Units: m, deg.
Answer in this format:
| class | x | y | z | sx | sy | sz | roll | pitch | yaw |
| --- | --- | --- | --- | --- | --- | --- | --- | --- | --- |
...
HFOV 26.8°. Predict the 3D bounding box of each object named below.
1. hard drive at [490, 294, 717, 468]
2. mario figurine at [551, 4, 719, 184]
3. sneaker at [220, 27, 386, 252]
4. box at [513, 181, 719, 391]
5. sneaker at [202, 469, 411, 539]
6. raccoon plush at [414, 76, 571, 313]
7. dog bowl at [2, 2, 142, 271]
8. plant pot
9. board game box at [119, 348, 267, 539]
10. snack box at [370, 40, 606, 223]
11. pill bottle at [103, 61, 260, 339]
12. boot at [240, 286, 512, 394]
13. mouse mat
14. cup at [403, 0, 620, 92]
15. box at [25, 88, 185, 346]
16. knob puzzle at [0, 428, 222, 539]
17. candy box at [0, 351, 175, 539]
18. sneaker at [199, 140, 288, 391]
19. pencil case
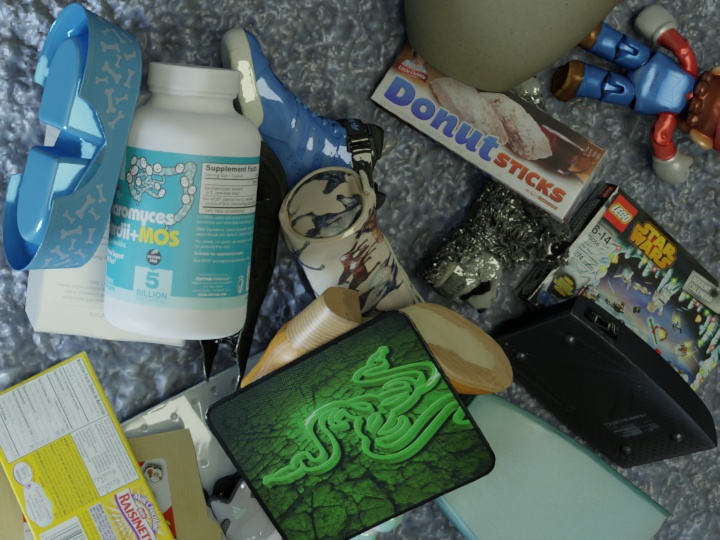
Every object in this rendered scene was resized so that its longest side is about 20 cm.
| class | x | y | z | sx | sy | sz | roll | pitch | yaw |
| --- | --- | --- | --- | --- | --- | --- | --- | --- | --- |
| hard drive | 0.223 | 0.102 | 1.384 | 0.200 | 0.135 | 0.042 | 41 | 54 | -19 |
| mario figurine | 0.275 | -0.162 | 1.393 | 0.199 | 0.106 | 0.124 | 22 | 129 | -9 |
| sneaker | -0.042 | -0.123 | 1.283 | 0.111 | 0.077 | 0.201 | -21 | 109 | -7 |
| box | 0.260 | 0.032 | 1.426 | 0.200 | 0.040 | 0.137 | 40 | 85 | -19 |
| sneaker | -0.047 | 0.172 | 1.283 | 0.199 | 0.078 | 0.140 | -30 | 107 | 12 |
| raccoon plush | 0.107 | -0.065 | 1.356 | 0.133 | 0.097 | 0.201 | -9 | 77 | -4 |
| dog bowl | -0.213 | -0.094 | 1.122 | 0.049 | 0.111 | 0.201 | 12 | 95 | -31 |
| plant pot | 0.142 | 0.199 | 1.371 | 0.200 | 0.141 | 0.142 | 40 | 86 | -10 |
| board game box | -0.096 | 0.182 | 1.348 | 0.199 | 0.026 | 0.201 | -27 | 106 | -11 |
| snack box | 0.111 | -0.124 | 1.311 | 0.199 | 0.024 | 0.072 | 33 | 88 | 11 |
| pill bottle | -0.134 | -0.055 | 1.148 | 0.110 | 0.111 | 0.201 | 3 | 98 | -18 |
| boot | 0.012 | 0.089 | 1.276 | 0.200 | 0.071 | 0.144 | 20 | 134 | -23 |
| mouse mat | -0.010 | 0.137 | 1.227 | 0.199 | 0.008 | 0.161 | -29 | 104 | 17 |
| cup | 0.114 | -0.238 | 1.271 | 0.199 | 0.201 | 0.144 | 17 | 120 | -19 |
| box | -0.199 | -0.050 | 1.238 | 0.124 | 0.097 | 0.201 | 7 | 97 | -19 |
| knob puzzle | -0.210 | 0.242 | 1.249 | 0.218 | 0.031 | 0.221 | 0 | 62 | 0 |
| candy box | -0.232 | 0.175 | 1.246 | 0.102 | 0.026 | 0.201 | -24 | 69 | -13 |
| sneaker | -0.103 | -0.005 | 1.248 | 0.060 | 0.105 | 0.201 | 13 | 135 | 9 |
| pencil case | 0.000 | 0.000 | 1.278 | 0.089 | 0.078 | 0.200 | -27 | 137 | -1 |
